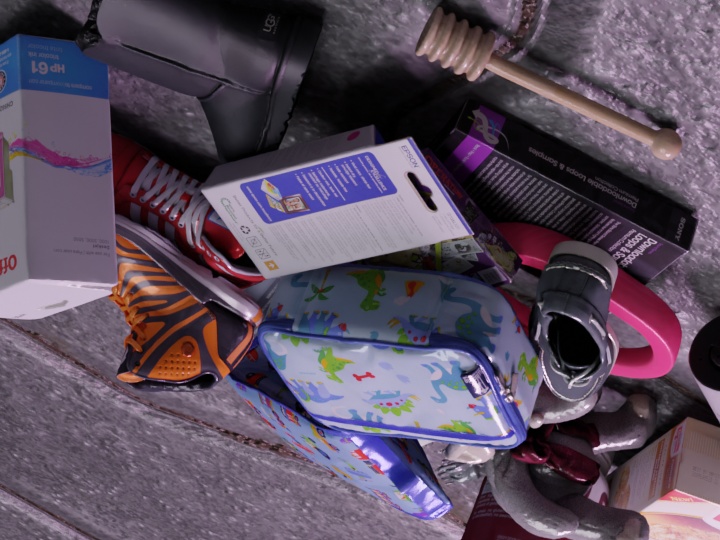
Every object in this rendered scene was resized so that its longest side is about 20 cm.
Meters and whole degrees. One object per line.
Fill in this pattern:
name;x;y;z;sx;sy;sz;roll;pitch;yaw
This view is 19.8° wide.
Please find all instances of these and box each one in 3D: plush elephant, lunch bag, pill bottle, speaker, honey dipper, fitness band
plush elephant;0.149;0.131;1.734;0.200;0.165;0.155;4;140;19
lunch bag;-0.011;0.138;1.776;0.151;0.094;0.200;48;176;-39
pill bottle;0.157;0.224;1.853;0.114;0.200;0.114;18;151;10
speaker;0.332;0.117;1.664;0.081;0.081;0.200;3;146;34
honey dipper;0.135;-0.126;1.437;0.200;0.038;0.038;24;152;-7
lunch bag;0.034;0.069;1.591;0.200;0.082;0.161;6;148;26
fitness band;0.159;0.028;1.618;0.200;0.037;0.144;32;149;-19

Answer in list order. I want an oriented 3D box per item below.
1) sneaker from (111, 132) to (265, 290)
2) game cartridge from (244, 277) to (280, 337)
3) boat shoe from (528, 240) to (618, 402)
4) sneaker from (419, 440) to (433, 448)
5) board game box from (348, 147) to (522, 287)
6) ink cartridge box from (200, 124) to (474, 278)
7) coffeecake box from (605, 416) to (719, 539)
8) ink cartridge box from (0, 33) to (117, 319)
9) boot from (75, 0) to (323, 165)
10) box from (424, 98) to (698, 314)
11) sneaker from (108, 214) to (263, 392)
sneaker;-0.148;-0.055;1.706;0.200;0.071;0.112;38;160;-19
game cartridge;-0.053;0.035;1.857;0.133;0.042;0.200;24;152;-10
boat shoe;0.156;0.054;1.562;0.073;0.062;0.200;15;150;11
sneaker;0.062;0.112;1.887;0.200;0.070;0.093;-5;125;44
board game box;0.016;-0.018;1.587;0.200;0.032;0.120;-18;124;46
ink cartridge box;-0.015;-0.052;1.515;0.200;0.037;0.095;-10;127;38
coffeecake box;0.312;0.215;1.840;0.153;0.073;0.200;19;153;-10
ink cartridge box;-0.265;-0.070;1.642;0.085;0.200;0.144;3;167;-36
boot;-0.128;-0.149;1.543;0.168;0.076;0.200;21;147;-2
box;0.139;-0.046;1.573;0.200;0.036;0.143;29;153;-8
sneaker;-0.188;0.029;1.698;0.200;0.112;0.078;30;165;1
